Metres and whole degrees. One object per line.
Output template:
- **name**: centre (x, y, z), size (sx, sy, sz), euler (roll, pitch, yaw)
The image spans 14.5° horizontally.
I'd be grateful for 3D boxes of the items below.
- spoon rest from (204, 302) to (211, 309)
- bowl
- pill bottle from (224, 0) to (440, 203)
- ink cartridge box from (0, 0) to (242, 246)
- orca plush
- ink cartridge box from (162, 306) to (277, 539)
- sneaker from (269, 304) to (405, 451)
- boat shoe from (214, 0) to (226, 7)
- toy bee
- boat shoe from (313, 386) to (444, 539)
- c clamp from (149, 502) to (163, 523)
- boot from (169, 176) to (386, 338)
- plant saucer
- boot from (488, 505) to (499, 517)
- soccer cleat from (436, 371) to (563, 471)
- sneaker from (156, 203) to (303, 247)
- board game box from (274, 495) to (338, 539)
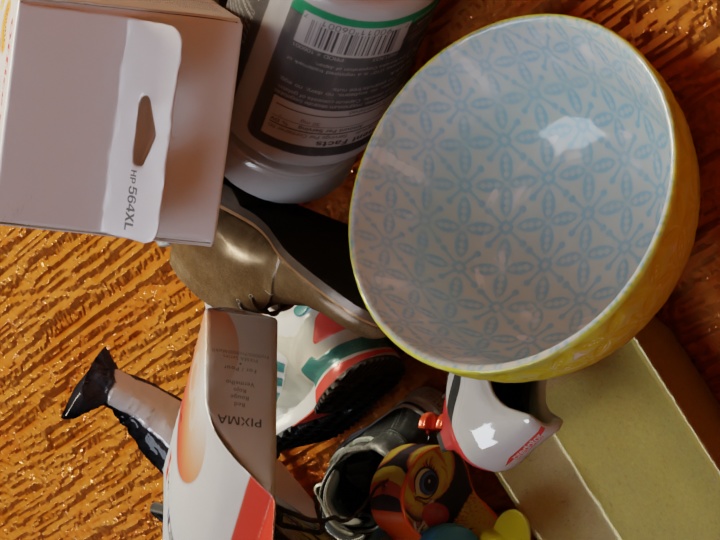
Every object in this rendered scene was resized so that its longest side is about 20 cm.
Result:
- **spoon rest**: centre (0.000, 0.000, 1.714), size (0.199, 0.061, 0.100), euler (-6, 100, 31)
- **bowl**: centre (0.104, -0.025, 1.500), size (0.200, 0.201, 0.108), euler (29, 180, 40)
- **pill bottle**: centre (-0.025, -0.132, 1.609), size (0.113, 0.113, 0.200), euler (49, 147, 16)
- **ink cartridge box**: centre (-0.145, -0.094, 1.585), size (0.200, 0.125, 0.129), euler (-138, 54, -75)
- **orca plush**: centre (-0.122, 0.143, 1.945), size (0.200, 0.105, 0.071), euler (28, 126, -22)
- **ink cartridge box**: centre (-0.086, 0.148, 1.633), size (0.162, 0.050, 0.200), euler (108, 169, -47)
- **sneaker**: centre (-0.037, 0.056, 1.845), size (0.200, 0.070, 0.094), euler (-43, 62, 59)
- **boat shoe**: centre (-0.127, -0.169, 1.745), size (0.075, 0.075, 0.203), euler (43, 145, 25)
- **toy bee**: centre (0.050, 0.146, 1.696), size (0.131, 0.109, 0.200), euler (13, 159, 35)
- **boat shoe**: centre (0.002, 0.137, 1.835), size (0.072, 0.071, 0.200), euler (50, 149, 13)
- **c clamp**: centre (-0.068, 0.206, 1.945), size (0.171, 0.027, 0.200), euler (37, 169, -7)
- **boot**: centre (-0.044, 0.002, 1.667), size (0.200, 0.073, 0.076), euler (35, 114, 42)
- **plant saucer**: centre (0.163, 0.121, 1.617), size (0.200, 0.048, 0.200), euler (58, 149, 3)
- **boot**: centre (0.094, 0.269, 1.818), size (0.200, 0.073, 0.182), euler (47, 134, 8)
- **soccer cleat**: centre (0.074, 0.013, 1.590), size (0.085, 0.068, 0.201), euler (-30, 59, 51)
- **sneaker**: centre (-0.115, -0.063, 1.748), size (0.074, 0.087, 0.200), euler (-7, 143, 47)
- **board game box**: centre (-0.023, 0.192, 1.762), size (0.135, 0.035, 0.200), euler (37, 180, -12)
